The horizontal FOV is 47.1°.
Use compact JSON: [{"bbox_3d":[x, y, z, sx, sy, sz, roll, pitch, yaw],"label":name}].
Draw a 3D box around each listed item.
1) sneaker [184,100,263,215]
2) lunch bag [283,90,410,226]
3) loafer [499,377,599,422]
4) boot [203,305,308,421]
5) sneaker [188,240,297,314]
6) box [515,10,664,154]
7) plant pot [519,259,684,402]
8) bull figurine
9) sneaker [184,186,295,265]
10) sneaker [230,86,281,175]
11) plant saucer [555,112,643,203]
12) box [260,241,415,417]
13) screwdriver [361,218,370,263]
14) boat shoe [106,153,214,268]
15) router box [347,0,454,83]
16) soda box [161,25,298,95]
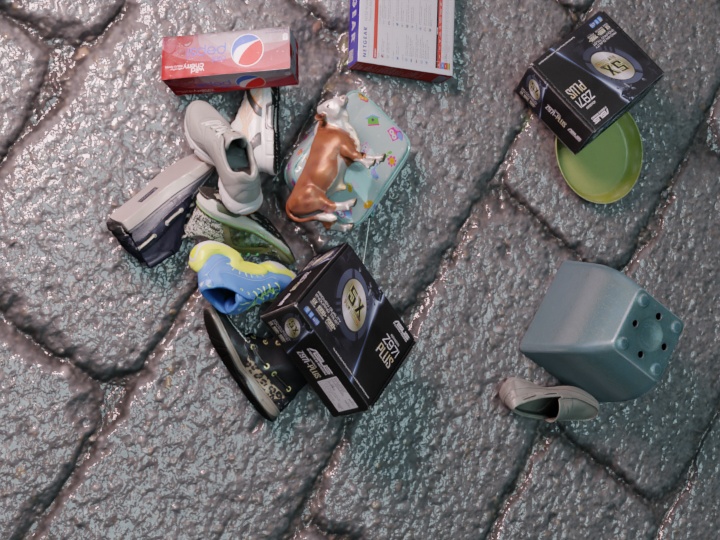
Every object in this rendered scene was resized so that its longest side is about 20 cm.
[{"bbox_3d":[-0.192,-0.184,1.192,0.075,0.092,0.201,-22,66,-27],"label":"sneaker"},{"bbox_3d":[-0.019,-0.170,1.335,0.160,0.077,0.201,40,75,-17],"label":"lunch bag"},{"bbox_3d":[0.339,0.241,1.459,0.197,0.070,0.071,11,120,-17],"label":"loafer"},{"bbox_3d":[-0.138,0.110,1.281,0.153,0.073,0.205,-36,105,-22],"label":"boot"},{"bbox_3d":[-0.169,0.034,1.237,0.198,0.076,0.106,21,41,-33],"label":"sneaker"},{"bbox_3d":[0.407,-0.336,1.473,0.199,0.086,0.164,-37,80,-19],"label":"box"},{"bbox_3d":[0.439,0.110,1.442,0.195,0.200,0.197,35,77,-16],"label":"plant pot"},{"bbox_3d":[-0.038,-0.158,1.241,0.120,0.065,0.202,23,90,15],"label":"bull figurine"},{"bbox_3d":[-0.187,-0.049,1.266,0.199,0.077,0.089,32,104,-34],"label":"sneaker"},{"bbox_3d":[-0.166,-0.247,1.282,0.079,0.074,0.203,-2,77,7],"label":"sneaker"},{"bbox_3d":[0.440,-0.225,1.546,0.197,0.031,0.204,1,88,-22],"label":"plant saucer"},{"bbox_3d":[-0.029,0.090,1.255,0.201,0.086,0.164,56,44,-14],"label":"box"},{"bbox_3d":[0.000,0.000,1.359,0.029,0.028,0.203,6,89,-50],"label":"screwdriver"},{"bbox_3d":[-0.280,-0.091,1.240,0.200,0.074,0.093,-42,126,-24],"label":"boat shoe"},{"bbox_3d":[0.071,-0.433,1.396,0.177,0.049,0.204,4,86,-21],"label":"router box"},{"bbox_3d":[-0.193,-0.310,1.229,0.197,0.063,0.071,-3,80,8],"label":"soda box"}]
